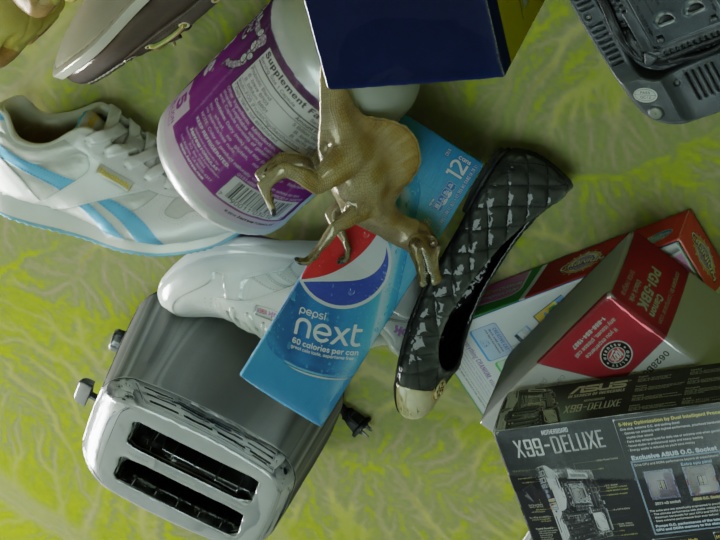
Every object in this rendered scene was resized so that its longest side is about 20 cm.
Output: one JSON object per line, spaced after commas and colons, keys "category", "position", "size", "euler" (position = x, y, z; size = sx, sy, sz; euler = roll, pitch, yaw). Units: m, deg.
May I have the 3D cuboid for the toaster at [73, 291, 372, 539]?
{"category": "toaster", "position": [-0.102, 0.111, 1.645], "size": [0.200, 0.129, 0.114], "euler": [27, 128, 1]}

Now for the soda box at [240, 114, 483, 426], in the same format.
{"category": "soda box", "position": [0.000, 0.000, 1.502], "size": [0.064, 0.068, 0.200], "euler": [31, 87, -1]}

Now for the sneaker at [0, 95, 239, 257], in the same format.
{"category": "sneaker", "position": [-0.164, -0.066, 1.584], "size": [0.200, 0.077, 0.081], "euler": [10, 123, 11]}

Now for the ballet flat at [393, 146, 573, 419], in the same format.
{"category": "ballet flat", "position": [0.074, 0.013, 1.521], "size": [0.057, 0.066, 0.200], "euler": [28, 106, 13]}

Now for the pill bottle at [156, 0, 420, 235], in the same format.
{"category": "pill bottle", "position": [-0.033, -0.119, 1.476], "size": [0.112, 0.112, 0.200], "euler": [42, 126, -10]}

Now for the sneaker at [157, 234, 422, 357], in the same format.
{"category": "sneaker", "position": [-0.051, 0.026, 1.583], "size": [0.200, 0.100, 0.075], "euler": [-4, 160, 24]}

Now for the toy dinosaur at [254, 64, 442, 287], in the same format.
{"category": "toy dinosaur", "position": [-0.014, -0.068, 1.424], "size": [0.101, 0.058, 0.200], "euler": [-25, 124, 0]}

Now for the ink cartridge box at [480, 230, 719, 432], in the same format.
{"category": "ink cartridge box", "position": [0.203, 0.096, 1.499], "size": [0.200, 0.083, 0.147], "euler": [37, 126, -6]}

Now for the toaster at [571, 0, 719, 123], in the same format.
{"category": "toaster", "position": [0.181, -0.194, 1.327], "size": [0.114, 0.129, 0.200], "euler": [-22, 113, 30]}

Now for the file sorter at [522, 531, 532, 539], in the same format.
{"category": "file sorter", "position": [0.190, 0.265, 1.637], "size": [0.200, 0.139, 0.125], "euler": [27, 130, 2]}

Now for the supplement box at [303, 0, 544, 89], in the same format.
{"category": "supplement box", "position": [0.046, -0.200, 1.336], "size": [0.109, 0.200, 0.110], "euler": [-3, 121, 21]}

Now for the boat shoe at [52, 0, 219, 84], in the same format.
{"category": "boat shoe", "position": [-0.132, -0.175, 1.503], "size": [0.060, 0.072, 0.200], "euler": [25, 137, -26]}

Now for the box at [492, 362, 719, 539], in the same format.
{"category": "box", "position": [0.200, 0.139, 1.445], "size": [0.200, 0.050, 0.158], "euler": [-10, 117, 24]}

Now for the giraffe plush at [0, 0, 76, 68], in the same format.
{"category": "giraffe plush", "position": [-0.215, -0.250, 1.431], "size": [0.162, 0.173, 0.200], "euler": [43, 118, -7]}

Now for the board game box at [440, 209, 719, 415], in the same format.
{"category": "board game box", "position": [0.169, 0.060, 1.566], "size": [0.200, 0.040, 0.153], "euler": [-21, 113, 30]}
